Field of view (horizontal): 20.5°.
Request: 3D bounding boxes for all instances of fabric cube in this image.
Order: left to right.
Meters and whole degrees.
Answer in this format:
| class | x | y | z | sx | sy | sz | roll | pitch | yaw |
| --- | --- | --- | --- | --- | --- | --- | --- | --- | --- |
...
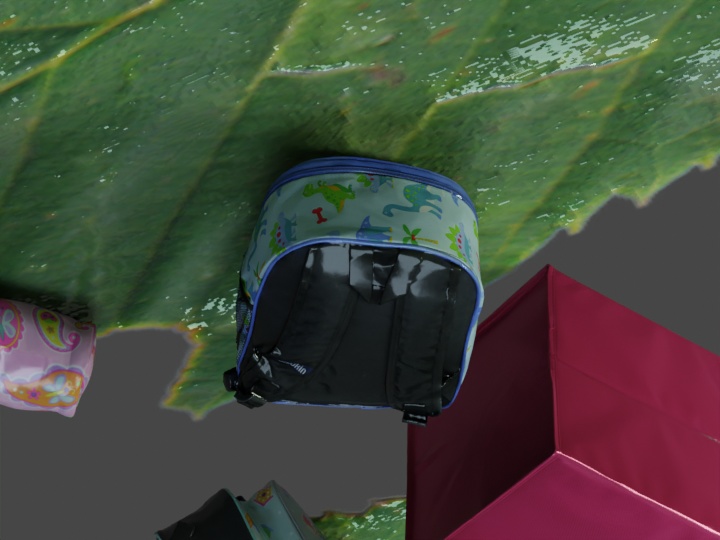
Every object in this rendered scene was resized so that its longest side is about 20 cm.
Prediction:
| class | x | y | z | sx | sy | sz | roll | pitch | yaw |
| --- | --- | --- | --- | --- | --- | --- | --- | --- | --- |
| fabric cube | 0.170 | 0.154 | 1.614 | 0.199 | 0.201 | 0.196 | 26 | 133 | -23 |

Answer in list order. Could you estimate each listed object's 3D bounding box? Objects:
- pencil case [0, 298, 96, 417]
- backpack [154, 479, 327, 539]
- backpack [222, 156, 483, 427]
| class | x | y | z | sx | sy | sz | roll | pitch | yaw |
| --- | --- | --- | --- | --- | --- | --- | --- | --- | --- |
| pencil case | -0.315 | 0.059 | 1.607 | 0.199 | 0.088 | 0.088 | 12 | 137 | -11 |
| backpack | -0.085 | 0.298 | 1.798 | 0.153 | 0.176 | 0.200 | -30 | 151 | -11 |
| backpack | 0.000 | 0.000 | 1.480 | 0.182 | 0.148 | 0.200 | 6 | 143 | -7 |
